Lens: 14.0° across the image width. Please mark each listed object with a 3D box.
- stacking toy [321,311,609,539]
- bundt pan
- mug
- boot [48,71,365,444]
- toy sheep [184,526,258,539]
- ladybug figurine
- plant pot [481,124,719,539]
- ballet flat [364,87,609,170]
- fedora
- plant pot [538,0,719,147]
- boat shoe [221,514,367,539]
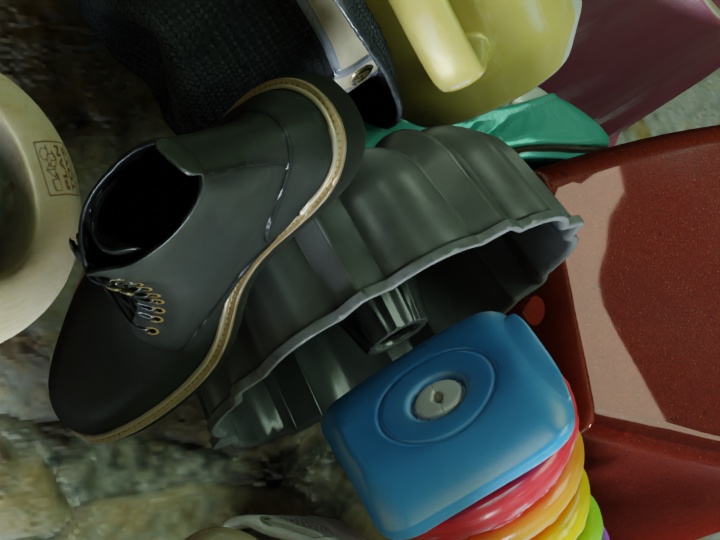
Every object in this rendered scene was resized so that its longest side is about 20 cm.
[{"bbox_3d":[0.077,0.128,1.392,0.200,0.110,0.116,60,-1,-34],"label":"stacking toy"},{"bbox_3d":[0.000,0.000,1.366,0.202,0.202,0.076,-8,64,-56],"label":"bundt pan"},{"bbox_3d":[0.022,-0.144,1.384,0.187,0.149,0.153,-46,116,-45],"label":"mug"},{"bbox_3d":[-0.098,0.003,1.213,0.077,0.200,0.138,41,26,13],"label":"boot"},{"bbox_3d":[-0.056,0.202,1.236,0.138,0.138,0.200,-29,125,-56],"label":"toy sheep"},{"bbox_3d":[-0.193,-0.024,1.201,0.200,0.072,0.136,-10,80,-56],"label":"ladybug figurine"},{"bbox_3d":[0.117,0.036,1.519,0.176,0.200,0.200,6,68,-44],"label":"plant pot"},{"bbox_3d":[0.045,-0.075,1.483,0.200,0.067,0.071,-12,91,-36],"label":"ballet flat"},{"bbox_3d":[-0.067,-0.115,1.300,0.201,0.092,0.201,51,-8,10],"label":"fedora"},{"bbox_3d":[0.126,-0.159,1.630,0.200,0.179,0.200,29,52,-44],"label":"plant pot"},{"bbox_3d":[-0.002,0.161,1.304,0.069,0.200,0.071,19,94,-37],"label":"boat shoe"}]
